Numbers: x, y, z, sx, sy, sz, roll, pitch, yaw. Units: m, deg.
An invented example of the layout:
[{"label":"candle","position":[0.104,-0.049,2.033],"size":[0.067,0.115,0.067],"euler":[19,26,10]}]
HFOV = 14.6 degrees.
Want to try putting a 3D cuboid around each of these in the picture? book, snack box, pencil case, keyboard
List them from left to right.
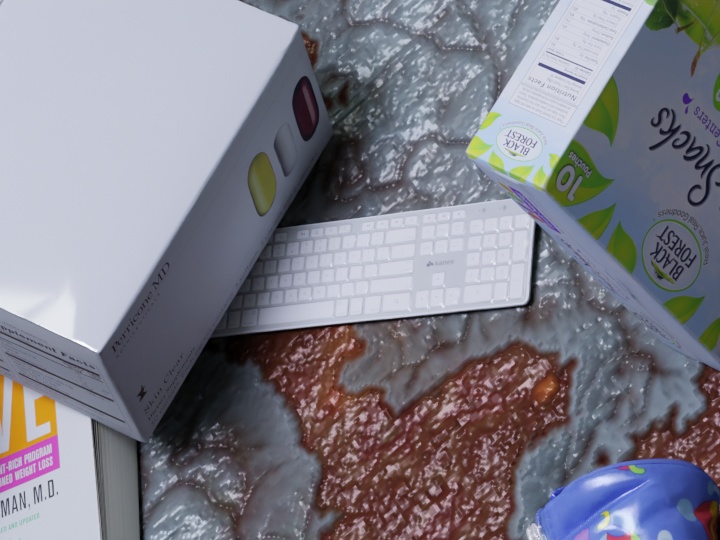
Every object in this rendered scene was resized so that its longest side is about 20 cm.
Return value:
[{"label":"book","position":[-0.182,0.089,1.483],"size":[0.133,0.048,0.201],"euler":[-23,57,26]},{"label":"keyboard","position":[0.000,0.000,1.425],"size":[0.199,0.011,0.057],"euler":[-7,62,32]},{"label":"pencil case","position":[0.117,0.177,1.202],"size":[0.086,0.078,0.201],"euler":[-1,60,1]},{"label":"snack box","position":[0.143,-0.058,1.234],"size":[0.053,0.200,0.143],"euler":[29,83,40]}]

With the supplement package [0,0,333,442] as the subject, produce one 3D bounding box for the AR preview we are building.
[{"label":"supplement package","position":[-0.133,-0.045,1.426],"size":[0.155,0.111,0.200],"euler":[23,70,20]}]
